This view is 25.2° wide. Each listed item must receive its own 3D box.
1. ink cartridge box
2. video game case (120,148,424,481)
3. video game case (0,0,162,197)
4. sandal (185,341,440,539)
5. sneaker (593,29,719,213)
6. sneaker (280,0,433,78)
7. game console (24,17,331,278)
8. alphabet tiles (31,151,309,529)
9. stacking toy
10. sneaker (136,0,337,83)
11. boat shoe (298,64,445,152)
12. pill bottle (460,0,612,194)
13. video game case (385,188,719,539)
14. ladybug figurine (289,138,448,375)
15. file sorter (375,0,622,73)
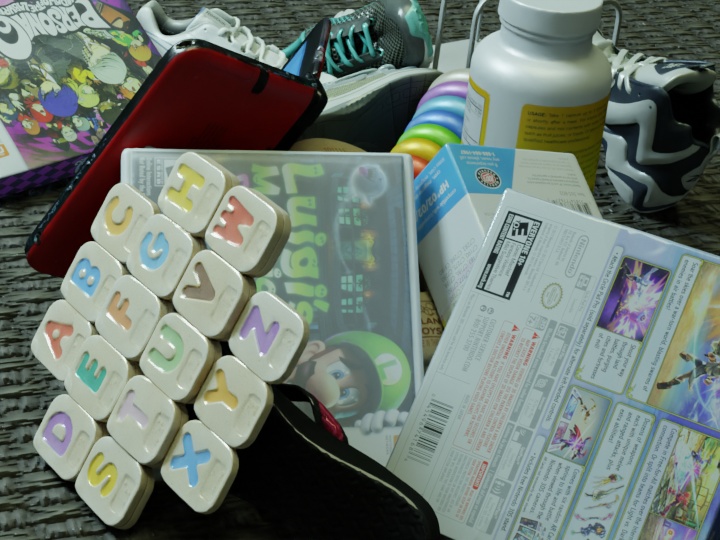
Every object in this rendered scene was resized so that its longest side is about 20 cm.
[{"bbox_3d":[0.112,0.023,1.008,0.114,0.068,0.201,1,57,-36],"label":"ink cartridge box"},{"bbox_3d":[-0.053,0.024,0.963,0.180,0.023,0.202,0,73,-10],"label":"video game case"},{"bbox_3d":[-0.252,-0.159,1.285,0.199,0.036,0.182,-21,70,-39],"label":"video game case"},{"bbox_3d":[-0.037,0.102,0.898,0.199,0.075,0.045,35,26,16],"label":"sandal"},{"bbox_3d":[0.218,-0.155,1.259,0.079,0.130,0.200,-20,78,-36],"label":"sneaker"},{"bbox_3d":[-0.008,-0.190,1.396,0.091,0.078,0.200,-23,7,-24],"label":"sneaker"},{"bbox_3d":[-0.119,-0.089,1.075,0.171,0.200,0.119,15,37,-42],"label":"game console"},{"bbox_3d":[-0.114,0.038,0.900,0.015,0.201,0.195,20,12,-47],"label":"alphabet tiles"},{"bbox_3d":[0.053,-0.080,1.255,0.085,0.086,0.200,17,38,19],"label":"stacking toy"},{"bbox_3d":[-0.111,-0.174,1.370,0.198,0.088,0.075,12,28,8],"label":"sneaker"},{"bbox_3d":[-0.012,-0.130,1.325,0.201,0.075,0.065,-23,44,-30],"label":"boat shoe"},{"bbox_3d":[0.127,-0.106,1.174,0.103,0.202,0.105,4,29,-2],"label":"pill bottle"},{"bbox_3d":[0.126,0.075,0.886,0.180,0.201,0.045,20,-11,25],"label":"video game case"},{"bbox_3d":[0.000,0.000,1.059,0.135,0.072,0.201,1,47,-33],"label":"ladybug figurine"},{"bbox_3d":[0.117,-0.208,1.432,0.138,0.126,0.200,-14,34,-32],"label":"file sorter"}]
